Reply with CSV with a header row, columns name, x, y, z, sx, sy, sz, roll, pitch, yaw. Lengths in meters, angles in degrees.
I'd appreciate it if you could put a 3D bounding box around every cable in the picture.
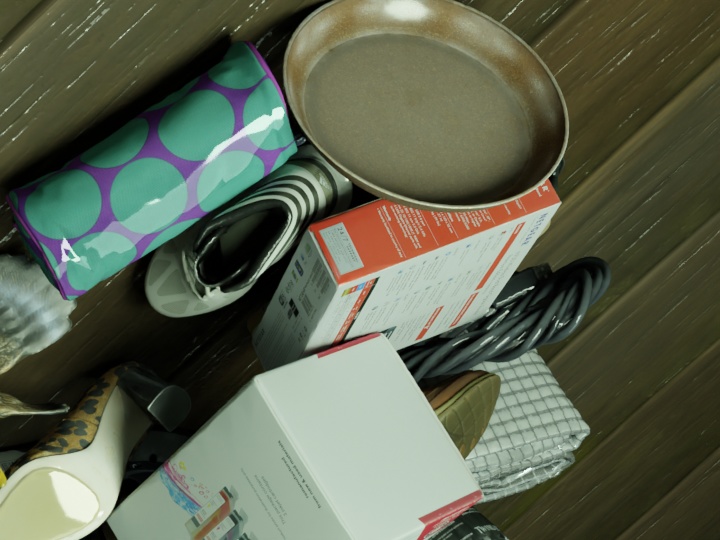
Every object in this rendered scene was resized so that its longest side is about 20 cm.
name,x,y,z,sx,sy,sz,roll,pitch,yaw
cable,0.103,0.050,1.726,0.199,0.051,0.163,-26,-170,-11

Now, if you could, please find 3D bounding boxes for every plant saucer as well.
name,x,y,z,sx,sy,sz,roll,pitch,yaw
plant saucer,0.042,-0.110,1.500,0.199,0.201,0.032,-17,149,-28

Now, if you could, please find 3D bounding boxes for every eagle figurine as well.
name,x,y,z,sx,sy,sz,roll,pitch,yaw
eagle figurine,-0.291,0.092,1.529,0.151,0.151,0.200,-15,-153,41

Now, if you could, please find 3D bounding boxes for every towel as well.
name,x,y,z,sx,sy,sz,roll,pitch,yaw
towel,0.065,0.115,1.830,0.199,0.166,0.086,-14,148,-31

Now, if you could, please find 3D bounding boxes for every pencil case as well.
name,x,y,z,sx,sy,sz,roll,pitch,yaw
pencil case,-0.137,-0.066,1.486,0.199,0.092,0.085,-33,120,-6

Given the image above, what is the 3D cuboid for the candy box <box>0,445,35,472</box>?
name,x,y,z,sx,sy,sz,roll,pitch,yaw
candy box,-0.328,0.227,1.681,0.199,0.072,0.168,-9,137,-36

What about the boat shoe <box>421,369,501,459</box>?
name,x,y,z,sx,sy,sz,roll,pitch,yaw
boat shoe,0.040,0.121,1.707,0.200,0.067,0.072,-33,140,-48

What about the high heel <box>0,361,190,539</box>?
name,x,y,z,sx,sy,sz,roll,pitch,yaw
high heel,-0.218,0.143,1.621,0.200,0.142,0.072,-38,106,-14

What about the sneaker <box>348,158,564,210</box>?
name,x,y,z,sx,sy,sz,roll,pitch,yaw
sneaker,0.062,-0.064,1.653,0.199,0.112,0.073,-25,144,-19

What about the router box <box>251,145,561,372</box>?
name,x,y,z,sx,sy,sz,roll,pitch,yaw
router box,0.028,0.004,1.571,0.179,0.049,0.200,-20,162,-23

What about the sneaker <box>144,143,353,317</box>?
name,x,y,z,sx,sy,sz,roll,pitch,yaw
sneaker,-0.104,-0.014,1.533,0.200,0.076,0.115,-35,180,37

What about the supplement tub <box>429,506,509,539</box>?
name,x,y,z,sx,sy,sz,roll,pitch,yaw
supplement tub,0.023,0.213,1.863,0.122,0.200,0.123,-36,151,-24

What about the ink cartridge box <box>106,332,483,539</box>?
name,x,y,z,sx,sy,sz,roll,pitch,yaw
ink cartridge box,-0.049,0.167,1.568,0.145,0.145,0.200,-19,162,-50

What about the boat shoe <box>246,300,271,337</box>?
name,x,y,z,sx,sy,sz,roll,pitch,yaw
boat shoe,0.000,0.000,1.707,0.199,0.076,0.072,-32,142,-9

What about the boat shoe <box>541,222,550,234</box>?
name,x,y,z,sx,sy,sz,roll,pitch,yaw
boat shoe,0.058,-0.006,1.764,0.199,0.065,0.072,-32,147,-8

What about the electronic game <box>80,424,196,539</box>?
name,x,y,z,sx,sy,sz,roll,pitch,yaw
electronic game,-0.148,0.207,1.750,0.201,0.199,0.042,-61,-178,33
